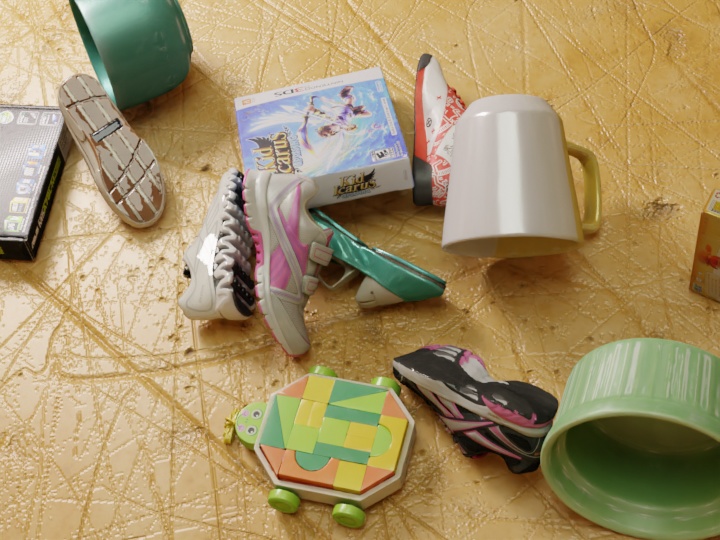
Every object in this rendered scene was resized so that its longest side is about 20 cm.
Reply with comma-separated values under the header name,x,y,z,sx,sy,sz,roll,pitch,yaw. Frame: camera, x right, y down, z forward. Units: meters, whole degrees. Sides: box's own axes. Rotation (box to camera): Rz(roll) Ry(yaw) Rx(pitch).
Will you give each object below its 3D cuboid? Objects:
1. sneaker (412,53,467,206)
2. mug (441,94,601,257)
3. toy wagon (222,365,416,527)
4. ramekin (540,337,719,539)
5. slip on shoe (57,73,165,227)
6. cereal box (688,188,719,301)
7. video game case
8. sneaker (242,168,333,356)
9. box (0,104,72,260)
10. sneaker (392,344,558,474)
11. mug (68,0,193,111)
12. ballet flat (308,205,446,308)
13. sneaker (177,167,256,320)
name,x,y,z,sx,sy,sz,roll,pitch,yaw
sneaker,0.114,-0.159,1.617,0.107,0.067,0.203,1,57,3
mug,0.164,-0.097,1.504,0.148,0.186,0.155,-5,81,22
toy wagon,-0.047,0.169,1.430,0.198,0.040,0.156,10,58,13
ramekin,0.271,0.153,1.311,0.198,0.201,0.098,9,50,13
slip on shoe,-0.289,-0.134,1.651,0.076,0.061,0.201,-32,79,-17
cereal box,0.432,0.005,1.417,0.198,0.144,0.040,23,61,22
video game case,-0.046,-0.147,1.605,0.179,0.046,0.201,-13,38,-1
sneaker,-0.068,-0.011,1.484,0.087,0.081,0.202,-8,97,0
box,-0.450,-0.108,1.663,0.191,0.048,0.202,5,56,7
sneaker,0.104,0.142,1.409,0.080,0.087,0.199,-13,27,-36
mug,-0.274,-0.291,1.700,0.113,0.153,0.186,-23,56,-11
ballet flat,0.000,0.000,1.532,0.199,0.067,0.071,29,87,24
sneaker,-0.157,-0.030,1.563,0.080,0.075,0.202,-14,48,21
